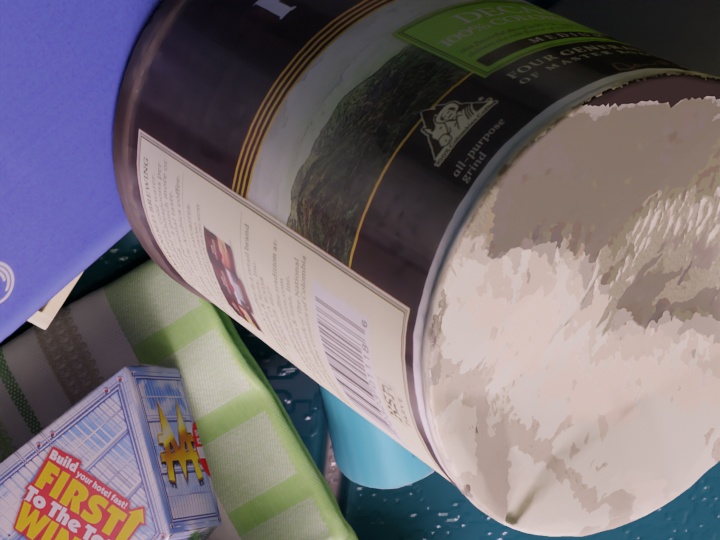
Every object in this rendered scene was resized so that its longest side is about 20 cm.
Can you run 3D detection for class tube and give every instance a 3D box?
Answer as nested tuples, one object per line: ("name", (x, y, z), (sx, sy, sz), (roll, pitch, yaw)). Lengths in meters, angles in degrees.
("tube", (0.000, 0.000, 0.839), (0.050, 0.077, 0.201), (15, 135, 29))

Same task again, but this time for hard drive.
("hard drive", (-0.089, -0.086, 0.719), (0.200, 0.025, 0.132), (-42, 128, -13))

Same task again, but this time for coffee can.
("coffee can", (0.027, -0.021, 0.681), (0.146, 0.200, 0.147), (-14, 118, -29))

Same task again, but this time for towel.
("towel", (-0.120, 0.099, 0.854), (0.200, 0.031, 0.150), (-32, 89, 12))

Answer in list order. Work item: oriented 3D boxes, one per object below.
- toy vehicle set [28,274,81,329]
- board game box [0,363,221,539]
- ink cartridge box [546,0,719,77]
("toy vehicle set", (-0.154, -0.076, 0.712), (0.200, 0.026, 0.125), (32, 89, -39))
("board game box", (-0.105, 0.146, 0.804), (0.200, 0.062, 0.200), (40, 97, 13))
("ink cartridge box", (0.152, -0.008, 0.795), (0.084, 0.144, 0.200), (-33, 127, -8))
